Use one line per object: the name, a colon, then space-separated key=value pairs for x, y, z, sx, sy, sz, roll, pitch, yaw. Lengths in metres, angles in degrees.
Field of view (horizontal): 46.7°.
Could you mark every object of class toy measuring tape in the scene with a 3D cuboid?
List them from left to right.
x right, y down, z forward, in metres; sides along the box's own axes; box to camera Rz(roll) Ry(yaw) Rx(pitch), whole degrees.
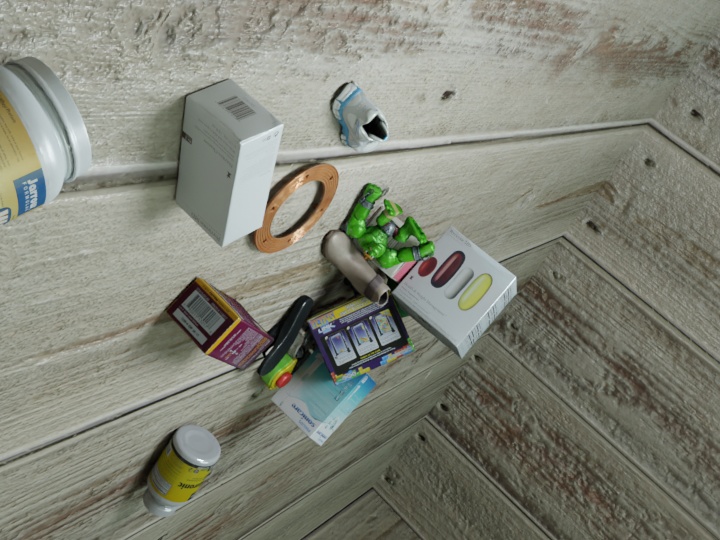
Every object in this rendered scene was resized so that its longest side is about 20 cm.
toy measuring tape: x=-0.181 y=0.209 z=1.904 sx=0.074 sy=0.074 sz=0.200 roll=-27 pitch=152 yaw=-46

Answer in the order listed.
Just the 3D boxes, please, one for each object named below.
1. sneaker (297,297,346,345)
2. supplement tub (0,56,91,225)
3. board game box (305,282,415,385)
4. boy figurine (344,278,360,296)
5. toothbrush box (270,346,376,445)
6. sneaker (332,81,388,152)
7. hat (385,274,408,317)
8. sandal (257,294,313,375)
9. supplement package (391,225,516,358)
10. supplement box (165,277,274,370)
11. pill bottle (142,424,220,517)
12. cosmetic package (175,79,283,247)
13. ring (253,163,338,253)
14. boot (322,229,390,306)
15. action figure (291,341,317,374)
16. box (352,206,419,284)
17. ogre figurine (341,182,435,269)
sneaker: x=-0.072 y=0.126 z=1.963 sx=0.200 sy=0.075 sz=0.081 roll=-26 pitch=152 yaw=-45
supplement tub: x=-0.368 y=-0.104 z=0.764 sx=0.200 sy=0.145 sz=0.145 roll=-34 pitch=157 yaw=-33
board game box: x=0.000 y=0.142 z=1.878 sx=0.200 sy=0.166 sz=0.057 roll=-23 pitch=-173 yaw=-2
boy figurine: x=0.028 y=0.087 z=1.986 sx=0.064 sy=0.124 sz=0.200 roll=-40 pitch=136 yaw=-10
toothbrush box: x=-0.086 y=0.285 z=1.962 sx=0.200 sy=0.146 sz=0.085 roll=-48 pitch=150 yaw=-8
sneaker: x=0.013 y=-0.236 z=1.415 sx=0.075 sy=0.087 sz=0.200 roll=-48 pitch=162 yaw=-1
hat: x=0.078 y=0.103 z=2.066 sx=0.176 sy=0.166 sz=0.200 roll=-52 pitch=-178 yaw=-19
sandal: x=-0.173 y=0.139 z=1.831 sx=0.201 sy=0.048 sz=0.075 roll=-59 pitch=161 yaw=-7
supplement package: x=0.211 y=0.049 z=1.846 sx=0.200 sy=0.191 sz=0.147 roll=-49 pitch=162 yaw=-6
supplement box: x=-0.245 y=0.099 z=1.481 sx=0.086 sy=0.110 sz=0.200 roll=-46 pitch=161 yaw=-3
pill bottle: x=-0.399 y=0.444 z=1.832 sx=0.200 sy=0.111 sz=0.111 roll=-55 pitch=160 yaw=23
cosmetic package: x=-0.183 y=-0.143 z=1.139 sx=0.081 sy=0.113 sz=0.200 roll=-32 pitch=154 yaw=-38
ring: x=-0.116 y=-0.112 z=1.484 sx=0.200 sy=0.019 sz=0.201 roll=-42 pitch=160 yaw=-19
boot: x=0.000 y=0.000 z=1.756 sx=0.070 sy=0.146 sz=0.200 roll=-44 pitch=161 yaw=-3
action figure: x=-0.135 y=0.230 z=2.044 sx=0.130 sy=0.069 sz=0.200 roll=-37 pitch=156 yaw=-11
box: x=0.083 y=-0.044 z=1.876 sx=0.109 sy=0.128 sz=0.200 roll=-49 pitch=162 yaw=3
ogre figurine: x=0.052 y=-0.076 z=1.720 sx=0.120 sy=0.098 sz=0.200 roll=-37 pitch=133 yaw=24
